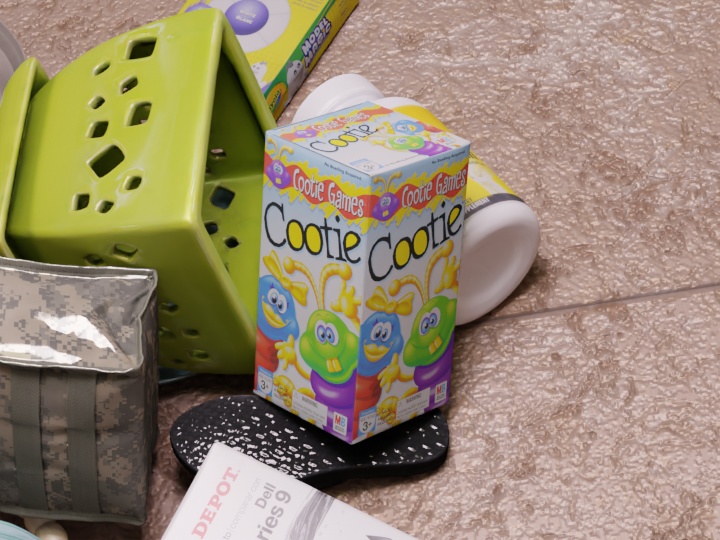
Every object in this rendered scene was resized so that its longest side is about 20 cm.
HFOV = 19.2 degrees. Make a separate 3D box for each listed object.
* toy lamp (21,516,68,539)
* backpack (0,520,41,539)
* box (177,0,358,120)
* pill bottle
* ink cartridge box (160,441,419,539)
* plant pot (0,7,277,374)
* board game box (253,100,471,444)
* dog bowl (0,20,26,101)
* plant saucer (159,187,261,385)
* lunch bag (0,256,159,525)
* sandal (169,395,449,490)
[{"bbox_3d":[-0.199,0.208,1.486,0.058,0.058,0.200,-30,55,-12],"label":"toy lamp"},{"bbox_3d":[-0.277,0.236,1.390,0.199,0.176,0.154,-17,54,17],"label":"backpack"},{"bbox_3d":[-0.086,-0.203,1.768,0.117,0.048,0.200,20,59,22],"label":"box"},{"bbox_3d":[0.035,-0.059,1.602,0.112,0.112,0.200,-34,56,-15],"label":"pill bottle"},{"bbox_3d":[-0.044,0.226,1.399,0.199,0.084,0.146,25,62,6],"label":"ink cartridge box"},{"bbox_3d":[-0.165,-0.047,1.549,0.181,0.200,0.200,-7,53,14],"label":"plant pot"},{"bbox_3d":[0.000,0.000,1.487,0.103,0.201,0.105,24,32,39],"label":"board game box"},{"bbox_3d":[-0.373,-0.148,1.736,0.199,0.059,0.201,8,45,-8],"label":"dog bowl"},{"bbox_3d":[-0.157,0.010,1.639,0.199,0.027,0.201,-5,54,7],"label":"plant saucer"},{"bbox_3d":[-0.240,0.081,1.455,0.199,0.165,0.118,5,42,0],"label":"lunch bag"},{"bbox_3d":[-0.036,0.132,1.525,0.199,0.048,0.076,0,52,-5],"label":"sandal"}]
